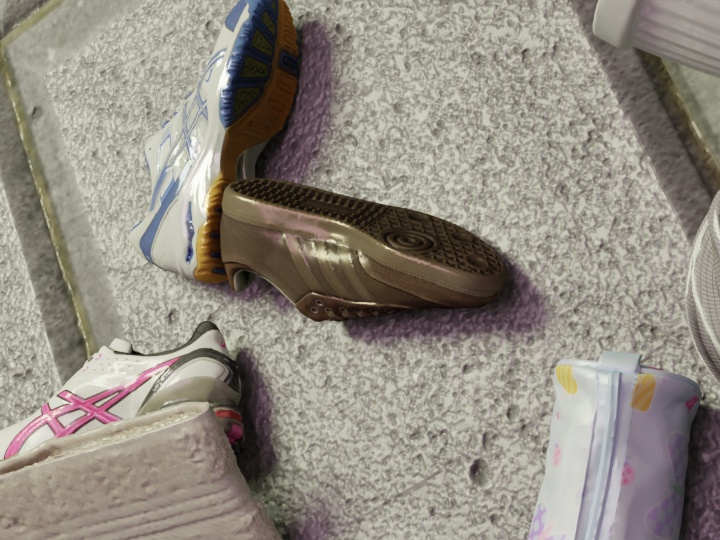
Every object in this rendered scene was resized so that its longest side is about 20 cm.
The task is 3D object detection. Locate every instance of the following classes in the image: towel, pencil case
[{"bbox_3d":[-0.149,0.162,1.109,0.200,0.034,0.133,-17,112,25],"label":"towel"},{"bbox_3d":[0.128,0.146,0.947,0.083,0.091,0.200,6,78,33],"label":"pencil case"}]

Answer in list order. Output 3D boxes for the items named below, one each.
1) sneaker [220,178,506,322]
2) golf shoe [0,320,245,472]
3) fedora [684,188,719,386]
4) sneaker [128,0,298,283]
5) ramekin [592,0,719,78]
[{"bbox_3d":[0.000,0.000,1.097,0.200,0.070,0.076,19,116,29],"label":"sneaker"},{"bbox_3d":[-0.168,0.096,1.163,0.200,0.073,0.092,-16,63,18],"label":"golf shoe"},{"bbox_3d":[0.246,0.000,0.914,0.177,0.090,0.200,-48,57,11],"label":"fedora"},{"bbox_3d":[-0.105,-0.095,1.174,0.088,0.075,0.200,11,81,34],"label":"sneaker"},{"bbox_3d":[0.214,-0.193,0.930,0.105,0.200,0.200,28,92,9],"label":"ramekin"}]
